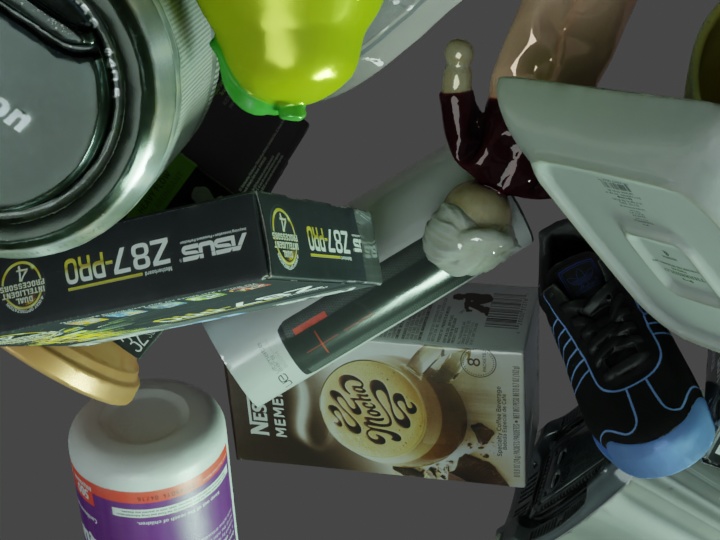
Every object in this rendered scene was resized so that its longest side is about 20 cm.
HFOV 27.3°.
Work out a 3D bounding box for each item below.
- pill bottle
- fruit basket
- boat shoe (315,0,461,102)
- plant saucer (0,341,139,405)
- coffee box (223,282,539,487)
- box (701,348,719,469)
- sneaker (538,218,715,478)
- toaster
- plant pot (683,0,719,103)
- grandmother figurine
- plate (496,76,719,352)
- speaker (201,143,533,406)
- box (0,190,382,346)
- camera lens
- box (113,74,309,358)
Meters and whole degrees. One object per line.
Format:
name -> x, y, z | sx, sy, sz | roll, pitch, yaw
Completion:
pill bottle -> -0.147, 0.186, 1.088 | 0.112, 0.113, 0.201 | 5, 122, 12
fruit basket -> -0.027, -0.182, 0.681 | 0.215, 0.156, 0.216 | -2, 121, -3
boat shoe -> 0.022, -0.169, 0.830 | 0.069, 0.072, 0.200 | 45, 134, -13
plant saucer -> -0.222, 0.014, 0.970 | 0.200, 0.200, 0.038 | 36, 91, -8
coffee box -> 0.016, 0.070, 0.987 | 0.199, 0.080, 0.113 | 4, 123, 13
box -> 0.304, 0.080, 0.865 | 0.199, 0.158, 0.050 | 19, 125, 2
sneaker -> 0.143, 0.040, 0.863 | 0.070, 0.200, 0.078 | -30, 117, 6
toaster -> 0.188, 0.143, 0.955 | 0.129, 0.114, 0.200 | 30, 139, -9
plant pot -> 0.258, -0.045, 0.797 | 0.199, 0.200, 0.142 | 16, 147, 6
grandmother figurine -> 0.095, -0.087, 0.830 | 0.121, 0.061, 0.200 | 26, 95, -3
plate -> 0.165, -0.011, 0.735 | 0.032, 0.199, 0.200 | -48, 117, -10
speaker -> 0.000, 0.000, 0.899 | 0.200, 0.081, 0.081 | -31, 112, 0
box -> -0.108, 0.003, 0.787 | 0.199, 0.161, 0.049 | -12, 86, 19
camera lens -> -0.154, -0.104, 0.722 | 0.159, 0.200, 0.161 | 1, 107, 4
box -> -0.163, -0.076, 0.918 | 0.200, 0.124, 0.149 | 37, 122, -8
